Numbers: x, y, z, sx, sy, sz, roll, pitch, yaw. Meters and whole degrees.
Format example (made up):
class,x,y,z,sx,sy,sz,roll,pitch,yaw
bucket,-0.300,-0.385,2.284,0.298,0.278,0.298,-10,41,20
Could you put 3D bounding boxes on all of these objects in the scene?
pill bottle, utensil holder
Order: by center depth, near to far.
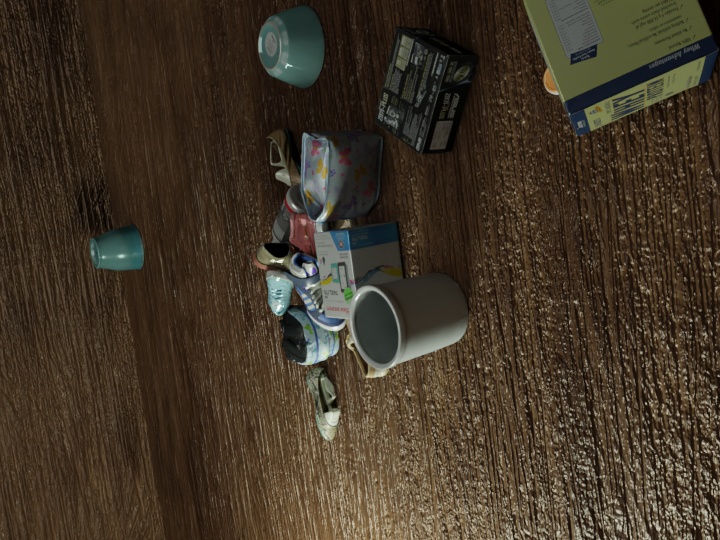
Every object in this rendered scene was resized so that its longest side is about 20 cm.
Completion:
class,x,y,z,sx,sy,sz,roll,pitch,yaw
utensil holder,0.103,0.098,1.423,0.169,0.198,0.172,20,116,50
pill bottle,-0.171,-0.122,1.814,0.111,0.110,0.201,58,139,26

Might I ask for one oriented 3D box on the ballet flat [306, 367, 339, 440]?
class,x,y,z,sx,sy,sz,roll,pitch,yaw
ballet flat,-0.095,0.366,1.889,0.075,0.067,0.203,-24,77,37

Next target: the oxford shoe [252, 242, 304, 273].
class,x,y,z,sx,sy,sz,roll,pitch,yaw
oxford shoe,-0.174,-0.033,1.769,0.075,0.198,0.071,-47,48,50

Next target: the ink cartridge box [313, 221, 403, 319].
class,x,y,z,sx,sy,sz,roll,pitch,yaw
ink cartridge box,0.000,0.000,1.583,0.146,0.145,0.203,-1,99,54

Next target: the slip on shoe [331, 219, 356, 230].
class,x,y,z,sx,sy,sz,roll,pitch,yaw
slip on shoe,-0.054,-0.065,1.711,0.076,0.060,0.203,22,117,49

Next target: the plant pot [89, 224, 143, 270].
class,x,y,z,sx,sy,sz,roll,pitch,yaw
plant pot,-1.079,-0.091,3.001,0.199,0.186,0.203,18,113,50

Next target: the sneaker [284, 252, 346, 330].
class,x,y,z,sx,sy,sz,roll,pitch,yaw
sneaker,-0.110,0.044,1.687,0.200,0.080,0.147,50,161,27

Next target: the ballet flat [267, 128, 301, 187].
class,x,y,z,sx,sy,sz,roll,pitch,yaw
ballet flat,-0.204,-0.288,1.841,0.068,0.071,0.202,119,132,-73

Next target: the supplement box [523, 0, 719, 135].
class,x,y,z,sx,sy,sz,roll,pitch,yaw
supplement box,0.355,-0.330,0.950,0.198,0.134,0.202,-21,80,21

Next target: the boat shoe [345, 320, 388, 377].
class,x,y,z,sx,sy,sz,roll,pitch,yaw
boat shoe,0.001,0.174,1.693,0.201,0.069,0.074,62,142,24

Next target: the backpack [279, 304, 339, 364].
class,x,y,z,sx,sy,sz,roll,pitch,yaw
backpack,-0.140,0.177,1.838,0.200,0.151,0.166,180,87,-82

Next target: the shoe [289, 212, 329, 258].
class,x,y,z,sx,sy,sz,roll,pitch,yaw
shoe,-0.125,-0.066,1.740,0.090,0.072,0.202,5,133,12

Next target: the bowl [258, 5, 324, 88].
class,x,y,z,sx,sy,sz,roll,pitch,yaw
bowl,-0.187,-0.563,1.723,0.200,0.104,0.204,21,117,49

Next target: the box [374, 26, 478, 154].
class,x,y,z,sx,sy,sz,roll,pitch,yaw
box,0.126,-0.359,1.364,0.164,0.085,0.202,42,131,39

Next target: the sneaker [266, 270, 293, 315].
class,x,y,z,sx,sy,sz,roll,pitch,yaw
sneaker,-0.212,0.065,1.810,0.200,0.073,0.083,85,-172,-67

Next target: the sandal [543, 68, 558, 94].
class,x,y,z,sx,sy,sz,roll,pitch,yaw
sandal,0.359,-0.336,1.074,0.206,0.059,0.080,-28,77,53

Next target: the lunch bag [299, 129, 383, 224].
class,x,y,z,sx,sy,sz,roll,pitch,yaw
lunch bag,-0.048,-0.215,1.571,0.127,0.168,0.203,23,118,47
